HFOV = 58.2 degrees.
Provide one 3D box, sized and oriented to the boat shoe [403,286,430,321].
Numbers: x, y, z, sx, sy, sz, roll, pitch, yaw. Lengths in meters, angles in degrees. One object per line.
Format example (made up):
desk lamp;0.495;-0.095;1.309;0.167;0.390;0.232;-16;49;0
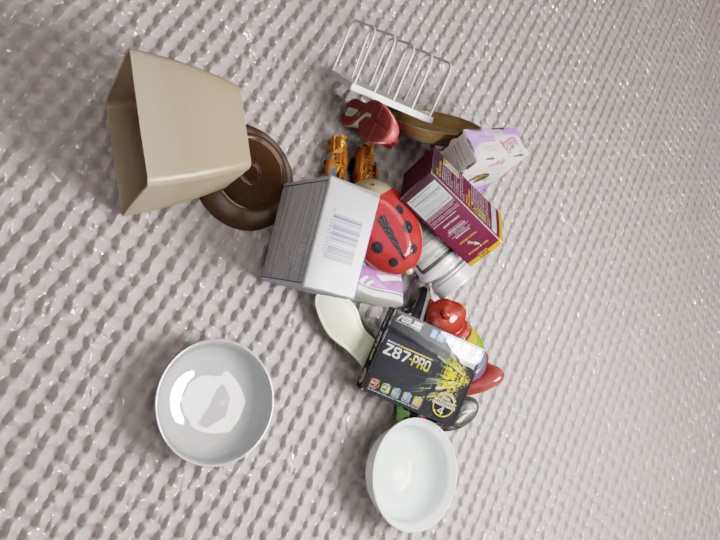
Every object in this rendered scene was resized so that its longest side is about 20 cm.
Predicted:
boat shoe;0.099;0.112;1.301;0.060;0.076;0.201;11;52;10

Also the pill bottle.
pill bottle;0.136;-0.050;1.306;0.114;0.114;0.201;-40;91;-31

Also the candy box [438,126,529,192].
candy box;0.219;-0.213;1.348;0.167;0.200;0.072;-12;73;-39

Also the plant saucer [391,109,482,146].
plant saucer;0.157;-0.299;1.367;0.198;0.200;0.036;-9;121;-34

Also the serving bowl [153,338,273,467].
serving bowl;-0.245;0.215;1.060;0.198;0.066;0.203;7;77;-32

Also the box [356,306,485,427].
box;0.113;0.181;1.211;0.198;0.049;0.163;25;86;-12

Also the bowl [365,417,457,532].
bowl;0.081;0.382;1.226;0.199;0.090;0.204;7;77;-31

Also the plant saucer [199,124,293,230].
plant saucer;-0.204;-0.175;1.177;0.199;0.037;0.203;6;78;-33

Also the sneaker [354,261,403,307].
sneaker;0.000;0.000;1.262;0.199;0.072;0.116;16;68;-40

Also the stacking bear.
stacking bear;0.193;0.143;1.302;0.113;0.122;0.201;-29;117;-4

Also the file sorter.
file sorter;0.060;-0.403;1.302;0.198;0.139;0.126;14;110;-30

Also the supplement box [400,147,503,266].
supplement box;0.175;-0.121;1.235;0.200;0.085;0.111;41;31;-17

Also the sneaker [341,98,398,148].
sneaker;0.050;-0.281;1.276;0.115;0.200;0.079;19;108;-33

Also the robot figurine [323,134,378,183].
robot figurine;-0.021;-0.158;1.278;0.144;0.058;0.203;7;77;-31

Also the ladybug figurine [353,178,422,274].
ladybug figurine;0.046;-0.079;1.210;0.135;0.072;0.201;-36;97;-2

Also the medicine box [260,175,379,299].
medicine box;-0.076;-0.055;1.120;0.102;0.199;0.184;17;85;-29

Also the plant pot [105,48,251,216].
plant pot;-0.285;-0.209;1.029;0.175;0.199;0.202;-7;85;-32

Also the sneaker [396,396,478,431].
sneaker;0.167;0.290;1.302;0.198;0.083;0.078;0;82;-33

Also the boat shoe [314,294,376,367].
boat shoe;-0.021;0.114;1.228;0.072;0.060;0.202;-41;104;-8
